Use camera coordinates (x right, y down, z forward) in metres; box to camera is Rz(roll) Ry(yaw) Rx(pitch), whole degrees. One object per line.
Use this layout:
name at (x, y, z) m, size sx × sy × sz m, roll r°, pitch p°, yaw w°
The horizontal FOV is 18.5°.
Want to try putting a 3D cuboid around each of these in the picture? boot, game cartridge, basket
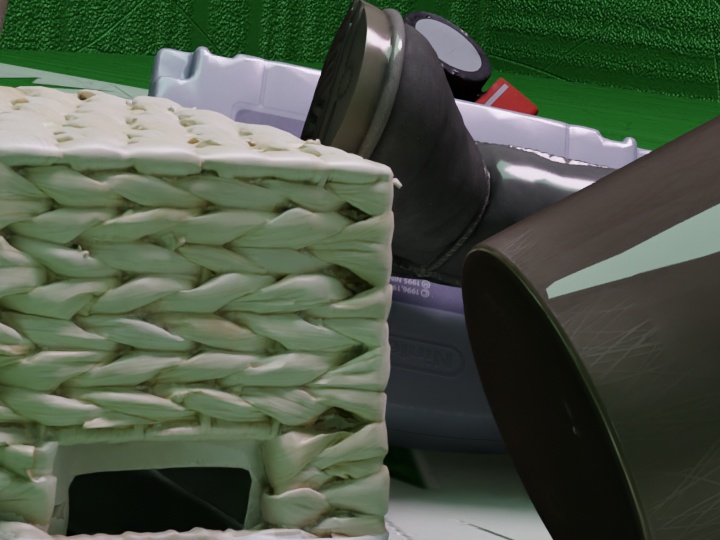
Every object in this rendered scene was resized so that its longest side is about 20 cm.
boot at (0.077, -0.016, 0.713) m, size 0.199 × 0.073 × 0.182 m, roll 18°, pitch -9°, yaw -1°
game cartridge at (0.013, -0.003, 0.802) m, size 0.199 × 0.134 × 0.041 m, roll 12°, pitch -33°, yaw -8°
basket at (0.140, 0.007, 0.605) m, size 0.199 × 0.137 × 0.180 m, roll -24°, pitch 23°, yaw -12°
basket at (-0.088, 0.014, 0.636) m, size 0.135 × 0.124 × 0.200 m, roll 1°, pitch 8°, yaw -28°

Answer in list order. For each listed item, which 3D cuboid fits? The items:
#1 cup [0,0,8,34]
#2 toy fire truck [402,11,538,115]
cup at (-0.285, -0.086, 1.145) m, size 0.199 × 0.144 × 0.200 m, roll 4°, pitch 8°, yaw -1°
toy fire truck at (0.062, -0.008, 0.920) m, size 0.200 × 0.129 × 0.176 m, roll 39°, pitch 30°, yaw 3°
